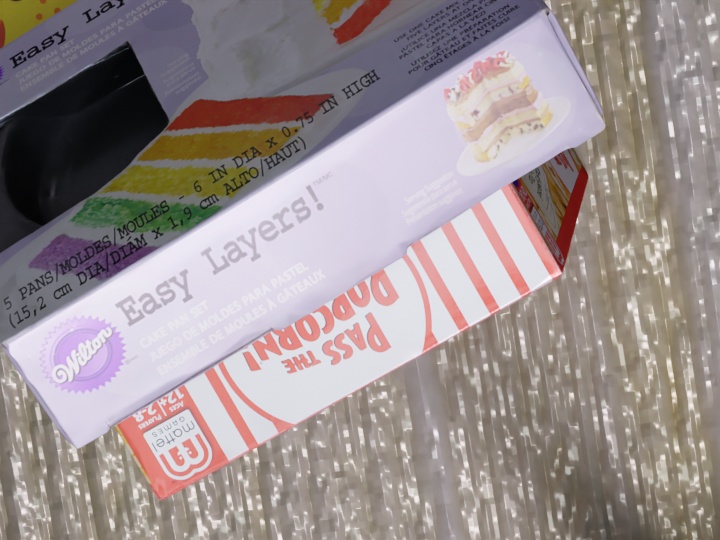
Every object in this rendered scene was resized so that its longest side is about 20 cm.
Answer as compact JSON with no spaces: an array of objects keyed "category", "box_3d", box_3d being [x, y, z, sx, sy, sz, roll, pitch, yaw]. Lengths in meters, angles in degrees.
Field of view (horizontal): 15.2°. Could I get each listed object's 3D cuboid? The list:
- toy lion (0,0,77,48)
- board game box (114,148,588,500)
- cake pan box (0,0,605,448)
[{"category":"toy lion","box_3d":[-0.108,-0.088,0.994,0.199,0.069,0.192,-37,78,-1]},{"category":"board game box","box_3d":[0.000,0.000,0.934,0.151,0.200,0.047,-29,96,12]},{"category":"cake pan box","box_3d":[-0.042,-0.049,0.865,0.199,0.184,0.052,-31,120,2]}]
